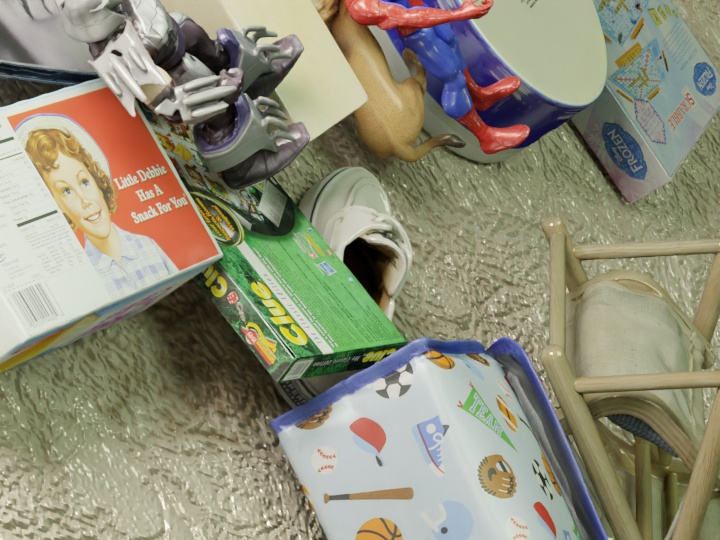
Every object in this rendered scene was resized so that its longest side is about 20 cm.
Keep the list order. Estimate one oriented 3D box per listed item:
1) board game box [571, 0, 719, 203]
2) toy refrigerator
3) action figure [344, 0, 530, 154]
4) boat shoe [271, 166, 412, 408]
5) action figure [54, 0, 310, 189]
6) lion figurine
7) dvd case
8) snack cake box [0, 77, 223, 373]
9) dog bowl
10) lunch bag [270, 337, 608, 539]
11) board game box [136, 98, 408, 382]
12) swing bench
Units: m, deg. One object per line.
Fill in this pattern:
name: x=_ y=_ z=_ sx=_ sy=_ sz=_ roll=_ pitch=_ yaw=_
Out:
board game box: x=0.182 y=-0.171 z=2.183 sx=0.200 sy=0.041 sz=0.200 roll=55 pitch=29 yaw=-7
toy refrigerator: x=-0.084 y=-0.160 z=1.702 sx=0.070 sy=0.076 sz=0.200 roll=-37 pitch=98 yaw=-43
action figure: x=0.059 y=-0.157 z=1.805 sx=0.200 sy=0.099 sz=0.065 roll=39 pitch=31 yaw=-43
boat shoe: x=0.000 y=0.000 z=1.717 sx=0.071 sy=0.070 sz=0.200 roll=47 pitch=32 yaw=-20
action figure: x=-0.096 y=-0.116 z=1.549 sx=0.200 sy=0.069 sz=0.130 roll=32 pitch=33 yaw=-58
lion figurine: x=-0.007 y=-0.126 z=1.814 sx=0.200 sy=0.072 sz=0.123 roll=43 pitch=18 yaw=-13
dvd case: x=-0.189 y=-0.155 z=1.584 sx=0.149 sy=0.016 sz=0.200 roll=53 pitch=25 yaw=24
snack cake box: x=-0.164 y=-0.021 z=1.488 sx=0.115 sy=0.067 sz=0.200 roll=59 pitch=29 yaw=3
dog bowl: x=0.075 y=-0.177 z=1.987 sx=0.200 sy=0.079 sz=0.200 roll=38 pitch=35 yaw=-33
lunch bag: x=0.061 y=0.129 z=1.650 sx=0.170 sy=0.124 sz=0.200 roll=66 pitch=15 yaw=12
board game box: x=-0.067 y=-0.022 z=1.618 sx=0.200 sy=0.023 sz=0.105 roll=51 pitch=28 yaw=22
swing bench: x=0.178 y=0.092 z=1.800 sx=0.199 sy=0.130 sz=0.200 roll=-80 pitch=166 yaw=-65
